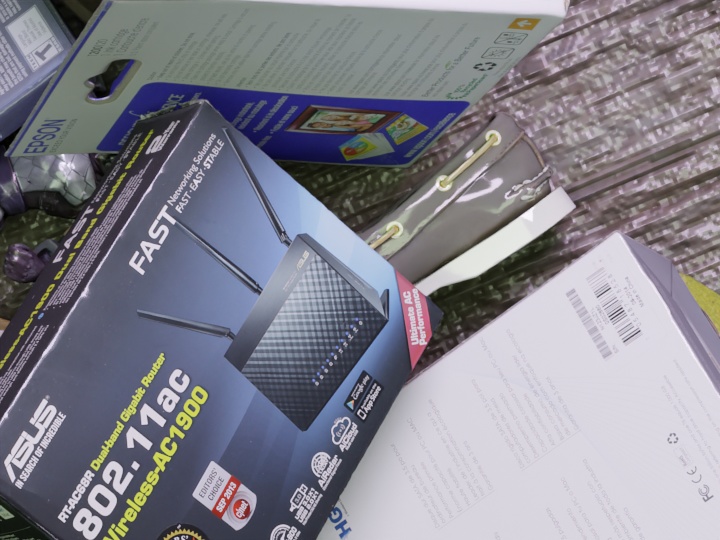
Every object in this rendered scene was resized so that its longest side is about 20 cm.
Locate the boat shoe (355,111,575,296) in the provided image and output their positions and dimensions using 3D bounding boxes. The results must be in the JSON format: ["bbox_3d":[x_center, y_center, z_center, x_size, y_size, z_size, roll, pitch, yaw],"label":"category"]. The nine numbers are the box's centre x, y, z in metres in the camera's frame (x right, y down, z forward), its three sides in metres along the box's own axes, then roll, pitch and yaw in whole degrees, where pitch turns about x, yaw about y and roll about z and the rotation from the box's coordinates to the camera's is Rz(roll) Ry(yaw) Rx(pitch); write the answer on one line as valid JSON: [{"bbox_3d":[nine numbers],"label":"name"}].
[{"bbox_3d":[0.000,0.000,1.389,0.201,0.072,0.060,-31,90,-1],"label":"boat shoe"}]

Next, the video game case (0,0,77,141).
[{"bbox_3d":[-0.231,-0.080,1.379,0.200,0.019,0.143,-37,52,3],"label":"video game case"}]

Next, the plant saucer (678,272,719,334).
[{"bbox_3d":[0.174,0.136,1.395,0.199,0.048,0.200,33,95,2],"label":"plant saucer"}]

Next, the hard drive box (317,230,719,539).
[{"bbox_3d":[0.086,0.106,1.343,0.200,0.077,0.156,-36,67,15],"label":"hard drive box"}]

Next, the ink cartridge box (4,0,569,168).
[{"bbox_3d":[-0.038,-0.095,1.294,0.199,0.198,0.044,0,73,-20],"label":"ink cartridge box"}]

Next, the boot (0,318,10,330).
[{"bbox_3d":[-0.149,0.132,1.381,0.175,0.066,0.201,17,77,6],"label":"boot"}]

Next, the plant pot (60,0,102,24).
[{"bbox_3d":[-0.073,-0.189,1.331,0.199,0.174,0.201,0,93,5],"label":"plant pot"}]

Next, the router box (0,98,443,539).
[{"bbox_3d":[-0.073,0.051,1.261,0.150,0.062,0.200,40,64,-22],"label":"router box"}]

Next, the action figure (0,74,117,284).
[{"bbox_3d":[-0.179,-0.036,1.395,0.199,0.069,0.130,-20,69,1],"label":"action figure"}]

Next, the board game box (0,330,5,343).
[{"bbox_3d":[-0.202,0.126,1.302,0.134,0.034,0.201,0,101,25],"label":"board game box"}]
